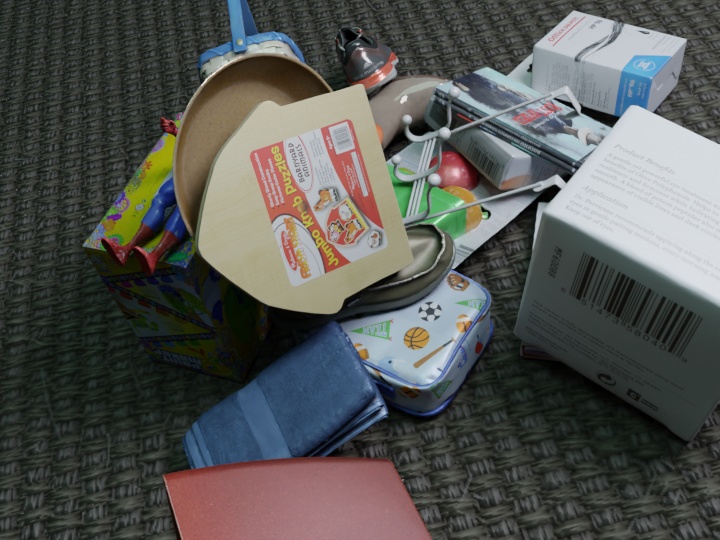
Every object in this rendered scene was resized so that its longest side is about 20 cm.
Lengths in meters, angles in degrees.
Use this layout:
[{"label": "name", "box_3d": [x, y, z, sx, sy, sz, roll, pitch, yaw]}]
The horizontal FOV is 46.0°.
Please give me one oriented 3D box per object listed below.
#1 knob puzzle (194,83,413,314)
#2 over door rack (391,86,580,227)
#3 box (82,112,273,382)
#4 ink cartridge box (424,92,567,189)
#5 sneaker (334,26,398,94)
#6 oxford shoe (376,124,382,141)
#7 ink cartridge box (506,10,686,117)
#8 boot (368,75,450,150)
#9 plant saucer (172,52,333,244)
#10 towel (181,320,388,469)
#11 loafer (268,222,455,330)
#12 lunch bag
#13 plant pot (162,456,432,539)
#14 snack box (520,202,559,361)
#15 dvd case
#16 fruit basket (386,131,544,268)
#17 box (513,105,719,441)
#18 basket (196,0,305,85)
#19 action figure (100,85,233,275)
[{"label": "knob puzzle", "box_3d": [-0.060, -0.054, 0.764, 0.219, 0.220, 0.030, -40, 21, -22]}, {"label": "over door rack", "box_3d": [0.121, -0.126, 0.877, 0.199, 0.067, 0.148, -6, 48, 27]}, {"label": "box", "box_3d": [-0.161, -0.025, 0.907, 0.121, 0.193, 0.201, 10, 53, 20]}, {"label": "ink cartridge box", "box_3d": [0.199, -0.163, 1.034, 0.199, 0.050, 0.162, -4, 40, -36]}, {"label": "sneaker", "box_3d": [0.003, -0.295, 1.136, 0.077, 0.082, 0.200, -31, 20, 5]}, {"label": "oxford shoe", "box_3d": [-0.042, -0.087, 0.924, 0.071, 0.072, 0.201, -13, 53, 53]}, {"label": "ink cartridge box", "box_3d": [0.300, -0.272, 1.099, 0.199, 0.068, 0.116, 24, 49, 28]}, {"label": "boot", "box_3d": [0.018, -0.170, 1.058, 0.199, 0.070, 0.147, -18, 28, 22]}, {"label": "plant saucer", "box_3d": [-0.091, -0.095, 0.776, 0.035, 0.201, 0.200, 13, 50, 47]}, {"label": "towel", "box_3d": [-0.075, 0.144, 0.808, 0.200, 0.049, 0.112, -38, 52, 8]}, {"label": "loafer", "box_3d": [0.000, 0.000, 0.838, 0.199, 0.070, 0.075, -22, 53, -4]}, {"label": "lunch bag", "box_3d": [0.026, 0.056, 0.882, 0.199, 0.076, 0.161, 23, 60, 26]}, {"label": "plant pot", "box_3d": [-0.031, 0.260, 0.651, 0.175, 0.201, 0.200, -15, 48, -17]}, {"label": "snack box", "box_3d": [0.218, 0.009, 0.914, 0.071, 0.024, 0.201, 5, 52, 13]}, {"label": "dvd case", "box_3d": [0.199, -0.178, 0.992, 0.199, 0.022, 0.146, 34, 36, 20]}, {"label": "fruit basket", "box_3d": [0.092, -0.083, 0.993, 0.185, 0.094, 0.200, 29, 45, 30]}, {"label": "box", "box_3d": [0.275, 0.003, 0.774, 0.198, 0.201, 0.171, 32, 60, 21]}, {"label": "basket", "box_3d": [-0.137, -0.252, 1.107, 0.138, 0.177, 0.201, -10, 60, 7]}, {"label": "action figure", "box_3d": [-0.163, -0.101, 0.782, 0.065, 0.099, 0.200, 15, 52, 29]}]
